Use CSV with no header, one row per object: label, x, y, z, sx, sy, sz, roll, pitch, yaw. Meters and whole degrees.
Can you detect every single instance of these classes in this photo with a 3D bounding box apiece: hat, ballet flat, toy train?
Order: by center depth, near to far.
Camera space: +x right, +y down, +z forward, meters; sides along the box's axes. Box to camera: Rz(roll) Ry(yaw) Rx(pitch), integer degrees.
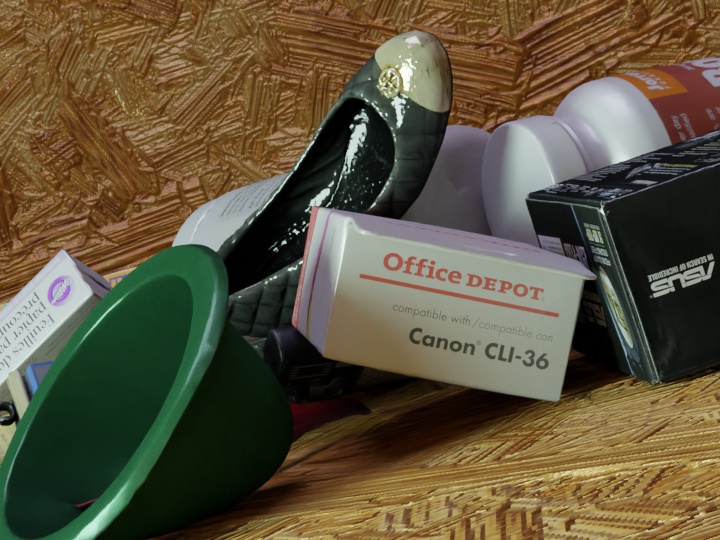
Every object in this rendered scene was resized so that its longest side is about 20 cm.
hat,-0.051,0.096,1.162,0.166,0.176,0.200,-16,44,53
toy train,-0.086,0.054,1.264,0.200,0.034,0.046,-8,-35,-25
ballet flat,-0.016,-0.040,1.295,0.057,0.066,0.200,2,-50,-50

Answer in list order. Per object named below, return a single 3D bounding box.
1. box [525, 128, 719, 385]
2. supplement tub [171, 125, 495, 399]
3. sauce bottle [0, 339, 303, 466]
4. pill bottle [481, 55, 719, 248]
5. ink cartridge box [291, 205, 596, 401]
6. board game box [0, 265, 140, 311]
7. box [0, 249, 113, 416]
box,0.180,-0.019,1.175,0.163,0.086,0.200,-19,4,-5
supplement tub,0.000,0.000,1.411,0.200,0.132,0.132,-13,7,46
sauce bottle,-0.124,0.087,1.302,0.200,0.066,0.066,-19,4,-25
pill bottle,0.171,-0.055,1.344,0.200,0.112,0.112,-12,1,-25
ink cartridge box,0.036,0.014,1.186,0.116,0.068,0.200,10,2,-6
board game box,-0.153,0.051,1.506,0.095,0.030,0.200,-16,-22,-1
box,-0.205,0.076,1.308,0.200,0.039,0.041,-45,-39,7
